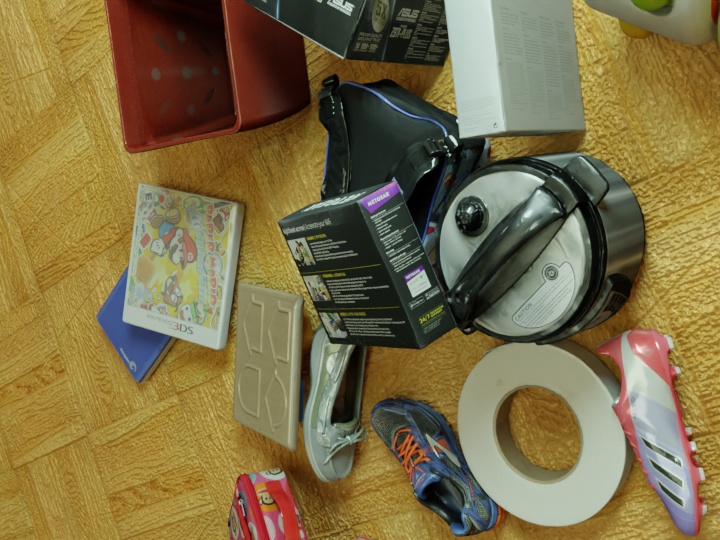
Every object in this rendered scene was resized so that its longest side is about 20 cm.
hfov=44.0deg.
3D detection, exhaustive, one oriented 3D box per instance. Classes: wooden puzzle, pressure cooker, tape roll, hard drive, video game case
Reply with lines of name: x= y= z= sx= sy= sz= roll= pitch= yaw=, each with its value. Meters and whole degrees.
wooden puzzle: x=-0.111 y=0.118 z=1.147 sx=0.199 sy=0.045 sz=0.190 roll=10 pitch=98 yaw=60
pressure cooker: x=0.166 y=-0.022 z=0.859 sx=0.176 sy=0.199 sz=0.180 roll=6 pitch=101 yaw=34
tape roll: x=0.198 y=0.173 z=0.969 sx=0.200 sy=0.037 sz=0.208 roll=7 pitch=101 yaw=36
hard drive: x=-0.316 y=0.054 z=1.331 sx=0.133 sy=0.025 sz=0.201 roll=51 pitch=123 yaw=18
video game case: x=-0.251 y=-0.008 z=1.249 sx=0.179 sy=0.023 sz=0.205 roll=12 pitch=97 yaw=27

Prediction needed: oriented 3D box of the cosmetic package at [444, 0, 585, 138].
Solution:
cosmetic package: x=0.149 y=-0.205 z=0.840 sx=0.051 sy=0.199 sz=0.154 roll=-2 pitch=96 yaw=34

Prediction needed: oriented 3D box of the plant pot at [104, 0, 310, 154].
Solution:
plant pot: x=-0.169 y=-0.258 z=1.079 sx=0.197 sy=0.175 sz=0.205 roll=-4 pitch=96 yaw=37

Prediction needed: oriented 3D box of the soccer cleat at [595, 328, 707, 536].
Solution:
soccer cleat: x=0.288 y=0.159 z=0.877 sx=0.075 sy=0.067 sz=0.205 roll=-12 pitch=85 yaw=16

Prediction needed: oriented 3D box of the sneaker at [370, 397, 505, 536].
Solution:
sneaker: x=0.082 y=0.226 z=1.036 sx=0.199 sy=0.078 sz=0.076 roll=42 pitch=118 yaw=23

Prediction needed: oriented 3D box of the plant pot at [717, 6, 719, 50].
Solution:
plant pot: x=0.390 y=-0.196 z=0.688 sx=0.183 sy=0.198 sz=0.204 roll=34 pitch=116 yaw=39

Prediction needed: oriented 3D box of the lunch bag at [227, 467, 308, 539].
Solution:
lunch bag: x=-0.111 y=0.364 z=1.148 sx=0.202 sy=0.080 sz=0.178 roll=-116 pitch=32 yaw=-41

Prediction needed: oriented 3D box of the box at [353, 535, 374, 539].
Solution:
box: x=0.052 y=0.410 z=1.079 sx=0.197 sy=0.094 sz=0.105 roll=5 pitch=100 yaw=36

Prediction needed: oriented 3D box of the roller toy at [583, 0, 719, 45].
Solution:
roller toy: x=0.267 y=-0.298 z=0.752 sx=0.138 sy=0.199 sz=0.185 roll=30 pitch=101 yaw=29

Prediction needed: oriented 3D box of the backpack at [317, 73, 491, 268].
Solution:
backpack: x=0.040 y=-0.094 z=0.970 sx=0.199 sy=0.152 sz=0.194 roll=36 pitch=118 yaw=37

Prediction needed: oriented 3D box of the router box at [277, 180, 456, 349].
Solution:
router box: x=0.000 y=0.000 z=0.896 sx=0.199 sy=0.051 sz=0.152 roll=-5 pitch=111 yaw=63

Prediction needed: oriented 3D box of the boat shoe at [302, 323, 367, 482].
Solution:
boat shoe: x=-0.024 y=0.166 z=1.110 sx=0.064 sy=0.074 sz=0.207 roll=7 pitch=95 yaw=39

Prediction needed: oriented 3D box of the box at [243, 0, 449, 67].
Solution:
box: x=-0.006 y=-0.291 z=0.938 sx=0.163 sy=0.198 sz=0.087 roll=36 pitch=117 yaw=26
